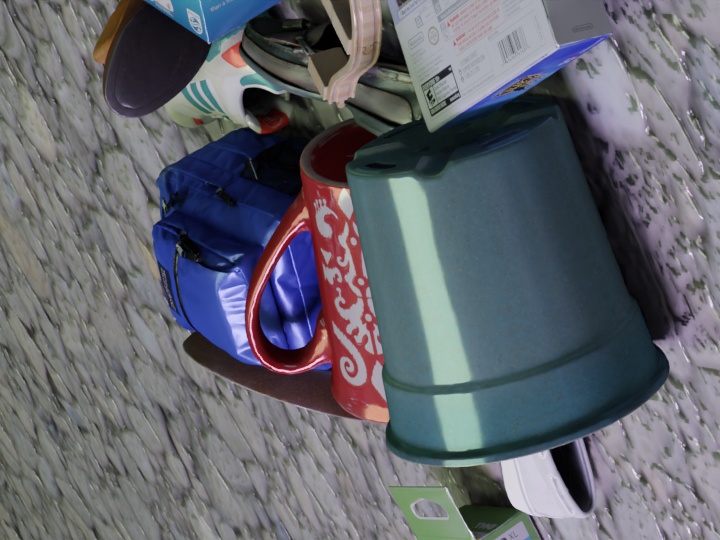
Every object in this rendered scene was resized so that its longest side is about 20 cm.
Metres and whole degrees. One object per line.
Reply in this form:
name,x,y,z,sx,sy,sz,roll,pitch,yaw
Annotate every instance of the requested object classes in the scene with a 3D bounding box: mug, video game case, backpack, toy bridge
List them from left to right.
backpack,-0.085,-0.024,1.854,0.200,0.167,0.163,31,136,50
toy bridge,-0.008,-0.173,1.554,0.200,0.027,0.067,96,153,-56
mug,0.008,0.004,1.709,0.133,0.177,0.201,38,146,50
video game case,0.070,-0.199,1.433,0.200,0.045,0.182,-28,79,66

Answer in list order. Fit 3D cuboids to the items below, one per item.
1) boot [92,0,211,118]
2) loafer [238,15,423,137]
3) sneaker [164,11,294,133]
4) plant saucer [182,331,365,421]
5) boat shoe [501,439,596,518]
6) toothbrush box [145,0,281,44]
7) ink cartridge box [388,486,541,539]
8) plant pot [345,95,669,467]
boot,-0.178,-0.192,1.814,0.068,0.189,0.200,24,165,-23
loafer,-0.007,-0.153,1.684,0.200,0.072,0.063,30,125,34
sneaker,-0.103,-0.140,1.856,0.094,0.070,0.200,59,154,9
plant saucer,-0.049,0.076,1.930,0.200,0.200,0.035,27,104,49
boat shoe,0.134,0.105,1.722,0.068,0.072,0.201,8,124,32
toothbrush box,-0.087,-0.280,1.562,0.085,0.146,0.200,35,147,39
ink cartridge box,0.113,0.252,1.944,0.200,0.059,0.104,62,155,-10
plant pot,0.087,-0.001,1.544,0.200,0.200,0.197,12,122,58
